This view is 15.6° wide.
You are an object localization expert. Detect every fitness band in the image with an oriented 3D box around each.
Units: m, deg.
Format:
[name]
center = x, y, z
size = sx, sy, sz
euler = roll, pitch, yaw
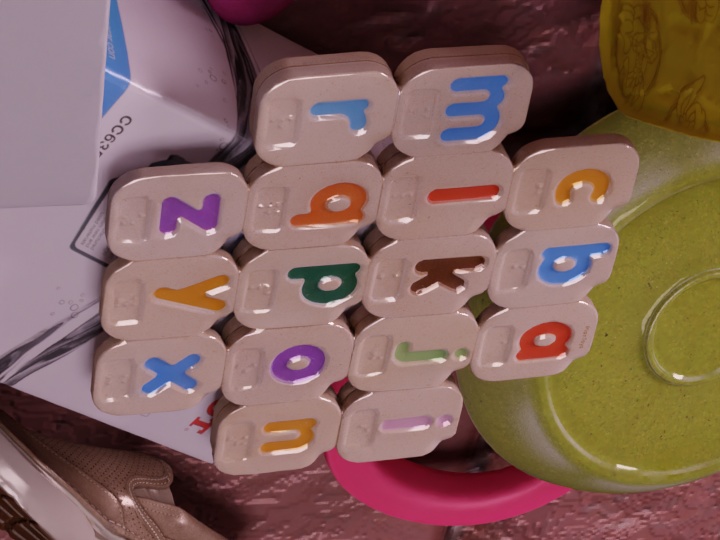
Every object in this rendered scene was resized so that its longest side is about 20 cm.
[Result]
[fitness band]
center = 0.066, 0.032, 1.118
size = 0.143, 0.038, 0.200
euler = 18, 125, -29

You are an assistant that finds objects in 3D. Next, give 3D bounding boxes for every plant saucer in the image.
[plant saucer]
center = 0.135, 0.017, 1.076
size = 0.199, 0.031, 0.201
euler = -12, 126, -17

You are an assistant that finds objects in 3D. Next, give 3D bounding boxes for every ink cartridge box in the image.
[ink cartridge box]
center = -0.092, -0.029, 0.965
size = 0.200, 0.086, 0.146
euler = 26, 122, -36

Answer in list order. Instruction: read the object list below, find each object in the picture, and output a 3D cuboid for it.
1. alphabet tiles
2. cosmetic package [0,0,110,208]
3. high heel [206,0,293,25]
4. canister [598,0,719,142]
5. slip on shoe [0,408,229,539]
[alphabet tiles]
center = 0.000, 0.000, 0.953
size = 0.195, 0.015, 0.201
euler = -5, 135, -15
[cosmetic package]
center = -0.164, -0.139, 0.742
size = 0.166, 0.201, 0.167
euler = -5, 136, -14
[high heel]
center = -0.005, -0.141, 0.868
size = 0.067, 0.096, 0.200
euler = 10, 131, -27
[canister]
center = 0.209, -0.089, 0.957
size = 0.199, 0.148, 0.087
euler = 0, 100, -22
[slip on shoe]
center = -0.109, 0.101, 1.115
size = 0.200, 0.076, 0.061
euler = 46, 70, -36
